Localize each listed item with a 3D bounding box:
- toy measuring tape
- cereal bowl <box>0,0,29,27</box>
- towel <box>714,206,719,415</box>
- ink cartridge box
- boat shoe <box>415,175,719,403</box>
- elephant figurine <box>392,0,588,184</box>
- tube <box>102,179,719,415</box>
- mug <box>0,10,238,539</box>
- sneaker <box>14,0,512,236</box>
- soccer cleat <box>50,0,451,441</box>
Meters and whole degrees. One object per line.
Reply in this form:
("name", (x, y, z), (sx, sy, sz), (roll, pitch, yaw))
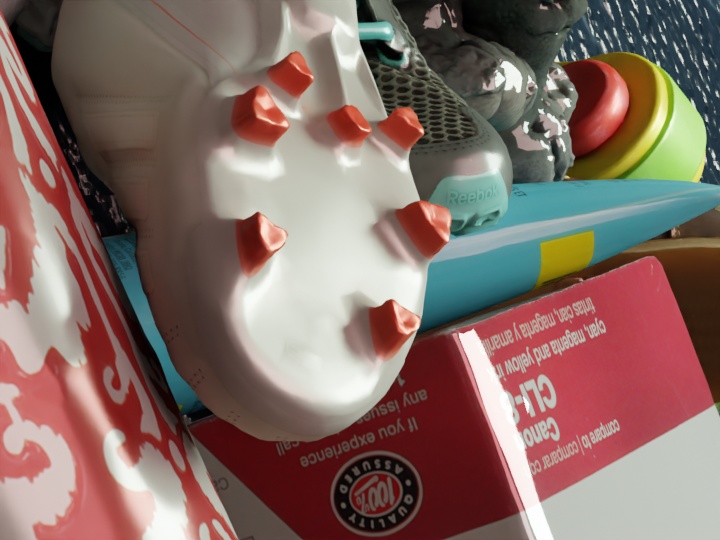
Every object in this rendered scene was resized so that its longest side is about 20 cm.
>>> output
("toy measuring tape", (0.096, -0.074, 1.125), (0.074, 0.074, 0.200), (48, 32, -38))
("cereal bowl", (-0.101, -0.137, 0.659), (0.200, 0.083, 0.200), (0, 90, -82))
("towel", (0.101, 0.024, 0.917), (0.144, 0.200, 0.023), (-81, 166, -50))
("ink cartridge box", (0.025, 0.120, 0.727), (0.145, 0.145, 0.200), (-17, 86, -65))
("boat shoe", (0.032, 0.003, 0.859), (0.200, 0.070, 0.070), (7, 19, -21))
("elephant figurine", (0.067, -0.129, 0.795), (0.155, 0.200, 0.142), (16, 39, -42))
("tube", (0.000, 0.000, 0.753), (0.200, 0.077, 0.050), (-14, 102, -27))
("mug", (-0.098, 0.050, 0.550), (0.178, 0.133, 0.200), (-11, 79, -66))
("sneaker", (-0.031, -0.076, 0.736), (0.078, 0.091, 0.200), (-11, 35, -37))
("soccer cleat", (-0.030, -0.028, 0.632), (0.069, 0.078, 0.200), (33, 31, -30))
